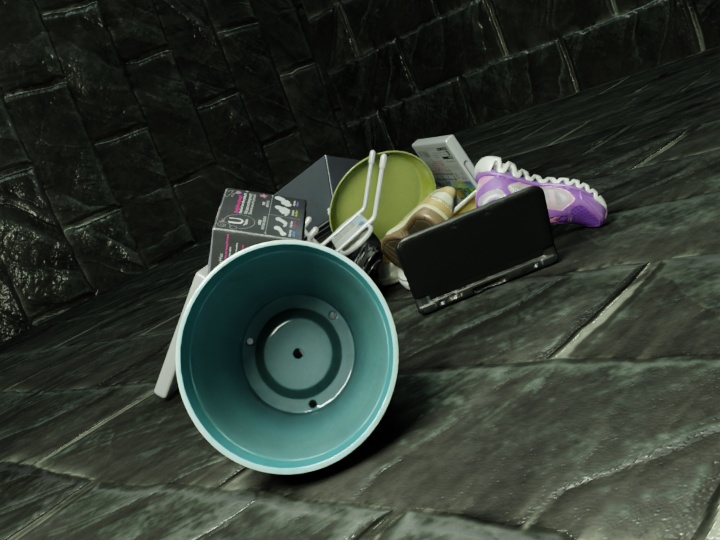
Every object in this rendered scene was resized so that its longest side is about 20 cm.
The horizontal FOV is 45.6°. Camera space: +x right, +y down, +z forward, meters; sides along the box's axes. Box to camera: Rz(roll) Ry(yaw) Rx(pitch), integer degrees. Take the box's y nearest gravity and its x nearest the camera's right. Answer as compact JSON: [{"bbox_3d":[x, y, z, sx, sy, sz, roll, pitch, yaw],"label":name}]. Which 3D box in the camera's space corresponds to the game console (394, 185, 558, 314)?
[{"bbox_3d":[0.149,-0.035,1.134,0.197,0.118,0.176,-21,11,4],"label":"game console"}]

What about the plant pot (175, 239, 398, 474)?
[{"bbox_3d":[-0.066,0.084,0.839,0.197,0.203,0.188,-22,-5,-3],"label":"plant pot"}]

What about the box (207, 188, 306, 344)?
[{"bbox_3d":[-0.138,0.016,1.103,0.112,0.204,0.133,8,26,-6],"label":"box"}]

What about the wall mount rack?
[{"bbox_3d":[-0.012,-0.099,1.329,0.173,0.075,0.200,-43,14,1],"label":"wall mount rack"}]

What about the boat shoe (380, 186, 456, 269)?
[{"bbox_3d":[0.089,-0.059,1.187,0.077,0.071,0.200,-56,7,-22],"label":"boat shoe"}]

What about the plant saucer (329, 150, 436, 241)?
[{"bbox_3d":[0.035,-0.116,1.458,0.197,0.202,0.031,-24,39,-10],"label":"plant saucer"}]

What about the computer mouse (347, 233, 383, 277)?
[{"bbox_3d":[0.000,0.000,1.314,0.139,0.052,0.201,-55,11,19],"label":"computer mouse"}]

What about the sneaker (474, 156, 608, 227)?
[{"bbox_3d":[0.247,-0.088,1.208,0.196,0.081,0.090,17,66,11],"label":"sneaker"}]

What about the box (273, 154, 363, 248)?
[{"bbox_3d":[-0.035,-0.115,1.609,0.196,0.126,0.199,1,-20,-39],"label":"box"}]

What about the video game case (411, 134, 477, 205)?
[{"bbox_3d":[0.173,-0.153,1.492,0.022,0.183,0.200,-38,13,-7],"label":"video game case"}]

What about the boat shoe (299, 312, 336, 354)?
[{"bbox_3d":[-0.039,0.035,1.189,0.089,0.072,0.202,-14,42,9],"label":"boat shoe"}]

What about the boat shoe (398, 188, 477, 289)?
[{"bbox_3d":[0.128,-0.060,1.270,0.201,0.087,0.075,-37,40,-2],"label":"boat shoe"}]

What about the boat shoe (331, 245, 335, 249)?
[{"bbox_3d":[-0.030,-0.006,1.508,0.071,0.062,0.201,-22,11,-2],"label":"boat shoe"}]

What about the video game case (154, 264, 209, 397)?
[{"bbox_3d":[-0.229,0.067,1.272,0.022,0.203,0.182,26,21,5],"label":"video game case"}]

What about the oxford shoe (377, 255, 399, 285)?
[{"bbox_3d":[0.084,-0.035,1.438,0.074,0.059,0.199,-17,11,35],"label":"oxford shoe"}]
